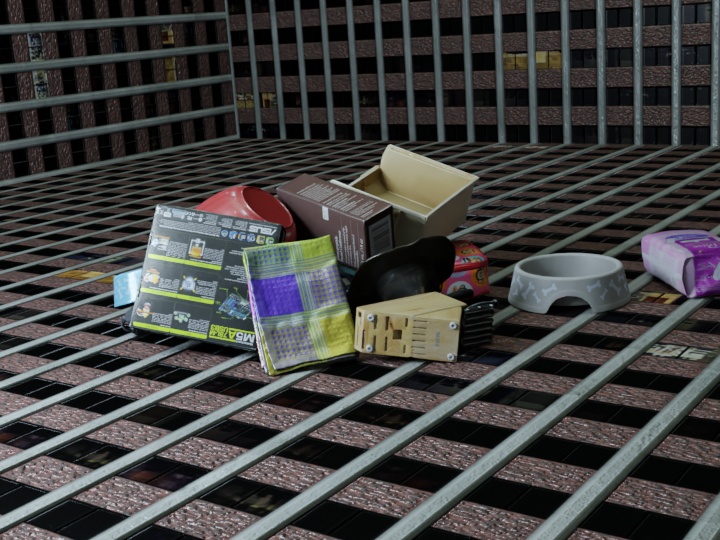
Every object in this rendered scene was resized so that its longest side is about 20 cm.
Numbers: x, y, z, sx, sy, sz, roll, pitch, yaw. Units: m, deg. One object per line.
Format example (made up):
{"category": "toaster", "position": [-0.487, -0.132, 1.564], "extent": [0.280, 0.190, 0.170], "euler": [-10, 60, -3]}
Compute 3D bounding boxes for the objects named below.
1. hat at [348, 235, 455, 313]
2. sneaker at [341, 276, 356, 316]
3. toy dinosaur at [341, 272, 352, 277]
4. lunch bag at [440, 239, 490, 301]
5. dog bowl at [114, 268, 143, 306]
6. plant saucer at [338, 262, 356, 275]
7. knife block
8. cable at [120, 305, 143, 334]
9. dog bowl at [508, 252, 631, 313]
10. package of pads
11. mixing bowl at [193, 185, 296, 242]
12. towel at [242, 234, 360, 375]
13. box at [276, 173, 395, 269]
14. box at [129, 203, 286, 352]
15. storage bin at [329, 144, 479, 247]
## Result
{"category": "hat", "position": [0.075, 0.038, 1.627], "extent": [0.200, 0.201, 0.081], "euler": [-10, 58, -23]}
{"category": "sneaker", "position": [-0.026, 0.047, 1.701], "extent": [0.084, 0.075, 0.200], "euler": [-1, 13, 29]}
{"category": "toy dinosaur", "position": [-0.058, -0.010, 1.936], "extent": [0.181, 0.105, 0.200], "euler": [14, 3, -2]}
{"category": "lunch bag", "position": [0.123, 0.006, 1.833], "extent": [0.175, 0.082, 0.200], "euler": [-9, 12, -4]}
{"category": "dog bowl", "position": [-0.310, 0.012, 1.740], "extent": [0.199, 0.050, 0.111], "euler": [-15, 0, 3]}
{"category": "plant saucer", "position": [0.000, 0.000, 1.756], "extent": [0.070, 0.019, 0.200], "euler": [9, 5, -41]}
{"category": "knife block", "position": [0.100, 0.070, 1.559], "extent": [0.199, 0.064, 0.176], "euler": [5, 16, 6]}
{"category": "cable", "position": [-0.273, 0.061, 1.706], "extent": [0.200, 0.051, 0.163], "euler": [-20, -9, 34]}
{"category": "dog bowl", "position": [0.342, 0.018, 1.754], "extent": [0.199, 0.059, 0.200], "euler": [-4, 14, 1]}
{"category": "package of pads", "position": [0.562, -0.016, 1.794], "extent": [0.120, 0.076, 0.200], "euler": [-8, 14, -3]}
{"category": "mixing bowl", "position": [-0.176, -0.063, 1.703], "extent": [0.200, 0.108, 0.200], "euler": [32, 24, -17]}
{"category": "towel", "position": [-0.086, 0.048, 1.532], "extent": [0.143, 0.201, 0.023], "euler": [-8, -21, -13]}
{"category": "box", "position": [-0.040, -0.078, 1.727], "extent": [0.200, 0.100, 0.075], "euler": [23, 40, 39]}
{"category": "box", "position": [-0.226, 0.011, 1.593], "extent": [0.199, 0.194, 0.048], "euler": [9, -7, 7]}
{"category": "storage bin", "position": [0.067, -0.121, 1.836], "extent": [0.198, 0.094, 0.200], "euler": [23, 34, 22]}
